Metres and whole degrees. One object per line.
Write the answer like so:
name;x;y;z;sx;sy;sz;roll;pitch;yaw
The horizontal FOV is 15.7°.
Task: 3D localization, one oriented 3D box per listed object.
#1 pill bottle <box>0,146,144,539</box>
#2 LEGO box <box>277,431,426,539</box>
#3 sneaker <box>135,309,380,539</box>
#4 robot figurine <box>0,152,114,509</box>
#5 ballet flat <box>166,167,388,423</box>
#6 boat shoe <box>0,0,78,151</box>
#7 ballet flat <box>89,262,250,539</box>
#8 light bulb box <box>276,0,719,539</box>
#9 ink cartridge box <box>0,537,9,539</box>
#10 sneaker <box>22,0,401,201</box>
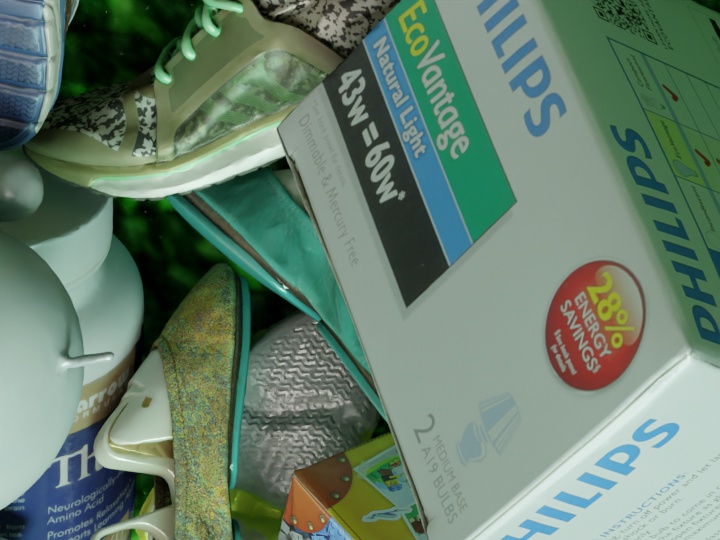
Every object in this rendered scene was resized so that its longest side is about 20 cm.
pill bottle;-0.147;0.041;1.092;0.111;0.111;0.200;9;130;4
LEGO box;0.058;0.123;1.065;0.077;0.200;0.149;45;139;32
sneaker;-0.051;0.095;1.150;0.076;0.105;0.200;35;99;1
robot figurine;-0.181;0.024;0.953;0.200;0.170;0.113;23;170;34
ballet flat;0.000;0.000;1.023;0.070;0.200;0.067;-47;141;0
boat shoe;-0.129;-0.146;0.961;0.072;0.072;0.200;14;122;-4
ballet flat;-0.076;0.092;1.046;0.071;0.200;0.071;-1;167;0
light bulb box;0.103;0.008;0.912;0.200;0.198;0.125;17;131;-41
ink cartridge box;-0.242;0.110;0.993;0.173;0.200;0.044;16;95;16
sneaker;-0.042;-0.089;1.002;0.200;0.077;0.089;-13;115;12
